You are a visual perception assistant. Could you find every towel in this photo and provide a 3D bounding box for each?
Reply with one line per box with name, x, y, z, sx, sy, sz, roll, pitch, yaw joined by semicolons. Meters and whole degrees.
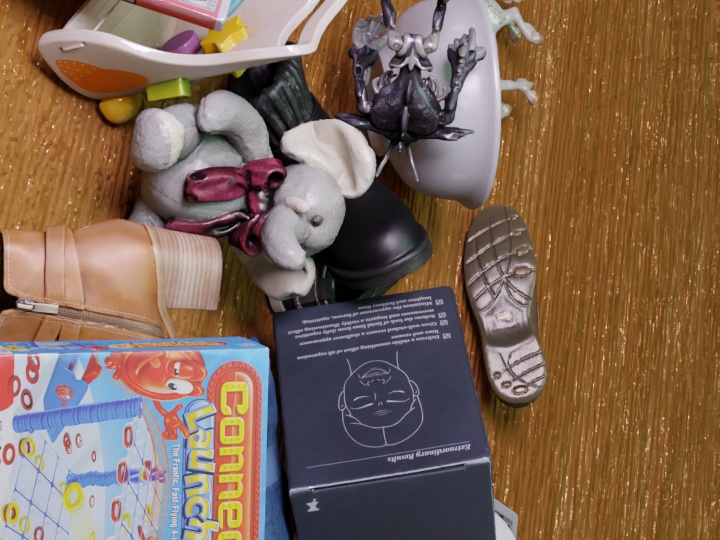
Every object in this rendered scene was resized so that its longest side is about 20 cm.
towel;-0.080;0.151;1.250;0.112;0.048;0.202;-16;99;-84

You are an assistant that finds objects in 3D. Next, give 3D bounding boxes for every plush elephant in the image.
plush elephant;-0.081;-0.048;1.265;0.200;0.154;0.166;-58;169;-62

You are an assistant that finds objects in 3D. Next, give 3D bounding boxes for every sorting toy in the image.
sorting toy;-0.099;-0.183;1.251;0.201;0.179;0.107;-61;141;-43

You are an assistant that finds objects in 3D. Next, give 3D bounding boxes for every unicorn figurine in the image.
unicorn figurine;0.124;-0.205;1.718;0.137;0.074;0.201;17;55;-45

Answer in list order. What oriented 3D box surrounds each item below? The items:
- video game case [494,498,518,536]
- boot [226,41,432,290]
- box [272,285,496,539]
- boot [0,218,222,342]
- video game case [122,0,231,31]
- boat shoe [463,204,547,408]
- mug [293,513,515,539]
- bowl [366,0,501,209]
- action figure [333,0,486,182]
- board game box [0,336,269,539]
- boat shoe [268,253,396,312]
video game case;0.097;0.301;1.613;0.143;0.018;0.201;38;53;-48
boot;-0.030;-0.084;1.366;0.079;0.211;0.159;-32;121;-11
box;0.016;0.123;1.322;0.201;0.147;0.108;-99;180;-51
boot;-0.179;0.065;1.164;0.154;0.074;0.202;2;94;-26
video game case;-0.173;-0.254;1.191;0.198;0.017;0.144;17;62;-8
boat shoe;0.140;0.038;1.697;0.068;0.071;0.202;87;-3;-74
mug;0.014;0.275;1.399;0.175;0.147;0.201;14;102;-47
bowl;0.056;-0.152;1.537;0.201;0.090;0.203;177;-90;-78
action figure;0.045;-0.178;1.413;0.102;0.118;0.201;-71;170;-58
board game box;-0.159;0.146;1.107;0.194;0.056;0.202;-1;94;-26
boat shoe;0.000;0.000;1.481;0.200;0.067;0.072;-21;100;-58
